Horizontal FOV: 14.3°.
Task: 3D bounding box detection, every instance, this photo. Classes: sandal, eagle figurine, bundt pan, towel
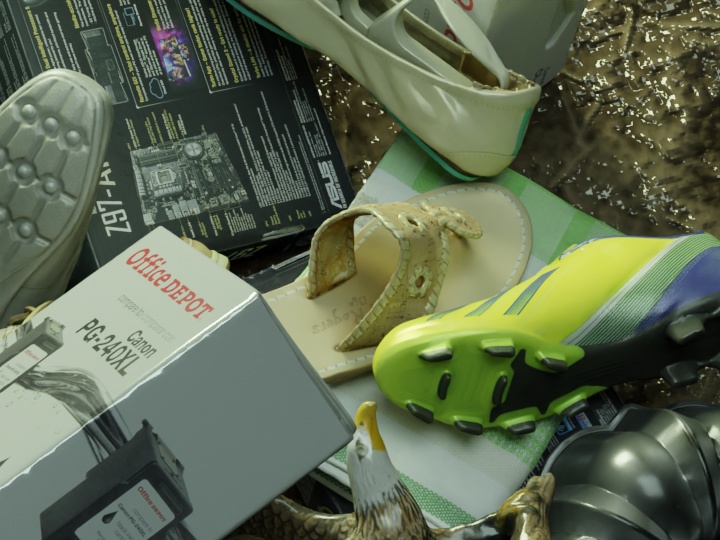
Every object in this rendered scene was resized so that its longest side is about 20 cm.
[{"bbox_3d":[0.003,0.004,1.362,0.211,0.070,0.078,-28,69,-22],"label":"sandal"},{"bbox_3d":[-0.010,0.131,1.286,0.199,0.152,0.152,-6,72,5],"label":"eagle figurine"},{"bbox_3d":[0.166,0.156,1.356,0.201,0.076,0.203,3,79,-14],"label":"bundt pan"},{"bbox_3d":[0.038,0.033,1.409,0.149,0.031,0.200,31,61,7],"label":"towel"}]

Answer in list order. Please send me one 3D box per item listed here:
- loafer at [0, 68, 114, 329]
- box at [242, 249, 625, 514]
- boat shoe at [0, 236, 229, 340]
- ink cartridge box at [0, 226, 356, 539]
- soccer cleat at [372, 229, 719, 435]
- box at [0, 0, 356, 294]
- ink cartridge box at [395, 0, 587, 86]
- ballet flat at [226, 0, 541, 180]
[{"bbox_3d":[-0.170,-0.009,1.368,0.070,0.201,0.070,33,20,7],"label":"loafer"},{"bbox_3d":[0.039,0.069,1.430,0.161,0.049,0.201,-24,69,-21],"label":"box"},{"bbox_3d":[-0.145,0.052,1.321,0.066,0.074,0.200,44,95,-11],"label":"boat shoe"},{"bbox_3d":[-0.120,0.080,1.203,0.200,0.145,0.084,-37,112,-10],"label":"ink cartridge box"},{"bbox_3d":[0.095,0.025,1.378,0.199,0.065,0.084,-10,45,-17],"label":"soccer cleat"},{"bbox_3d":[-0.103,-0.097,1.445,0.160,0.043,0.201,-15,81,-34],"label":"box"},{"bbox_3d":[0.024,-0.188,1.504,0.085,0.148,0.200,-34,71,-23],"label":"ink cartridge box"},{"bbox_3d":[0.006,-0.127,1.428,0.200,0.070,0.070,37,64,3],"label":"ballet flat"}]
